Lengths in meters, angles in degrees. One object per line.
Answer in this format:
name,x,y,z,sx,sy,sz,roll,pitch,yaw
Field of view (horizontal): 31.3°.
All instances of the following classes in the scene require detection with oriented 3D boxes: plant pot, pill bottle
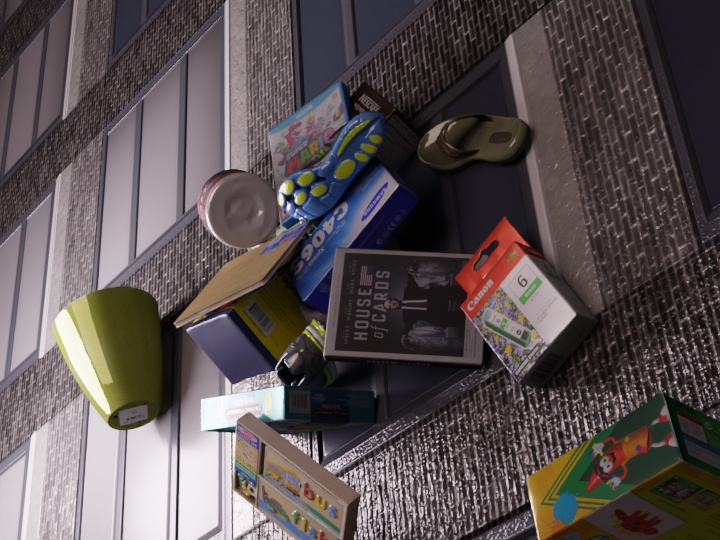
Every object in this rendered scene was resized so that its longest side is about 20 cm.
plant pot,-0.410,0.163,2.191,0.187,0.186,0.201,-44,54,29
pill bottle,-0.188,-0.096,1.932,0.111,0.110,0.200,-65,14,0

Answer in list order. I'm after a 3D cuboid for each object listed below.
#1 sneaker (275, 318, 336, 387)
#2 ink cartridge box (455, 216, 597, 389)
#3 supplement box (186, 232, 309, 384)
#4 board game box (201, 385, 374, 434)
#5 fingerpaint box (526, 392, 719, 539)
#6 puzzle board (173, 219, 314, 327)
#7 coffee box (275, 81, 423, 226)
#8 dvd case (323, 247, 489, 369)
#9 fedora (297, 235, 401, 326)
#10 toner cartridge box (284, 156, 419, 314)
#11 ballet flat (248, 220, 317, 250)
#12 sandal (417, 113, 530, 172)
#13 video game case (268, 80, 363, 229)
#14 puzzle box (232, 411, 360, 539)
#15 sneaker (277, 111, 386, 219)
sneaker,-0.080,0.129,1.750,0.081,0.074,0.200,-37,-15,-18
ink cartridge box,0.179,0.031,1.514,0.109,0.050,0.200,-52,49,19
supplement box,-0.133,0.050,1.837,0.108,0.110,0.200,-21,24,48
board game box,-0.100,0.192,1.739,0.199,0.150,0.047,-16,71,50
fingerpaint box,0.280,0.207,1.165,0.167,0.199,0.074,-40,40,33
puzzle board,-0.160,0.006,1.788,0.199,0.017,0.151,-25,20,41
coffee box,-0.016,-0.161,1.869,0.200,0.080,0.113,-48,38,3
dvd case,0.059,0.047,1.611,0.198,0.025,0.152,3,65,7
fedora,0.000,0.000,1.775,0.176,0.090,0.201,-7,57,51
toner cartridge box,-0.014,-0.047,1.708,0.200,0.043,0.095,-51,35,10
ballet flat,-0.128,-0.057,2.007,0.199,0.067,0.071,-28,41,41
sandal,0.144,-0.181,1.719,0.200,0.057,0.080,-2,68,54
video game case,-0.067,-0.169,1.846,0.143,0.018,0.201,-33,43,23
puzzle box,-0.086,0.284,1.643,0.199,0.025,0.134,32,133,29
sneaker,-0.032,-0.141,1.736,0.199,0.071,0.083,-43,3,24
